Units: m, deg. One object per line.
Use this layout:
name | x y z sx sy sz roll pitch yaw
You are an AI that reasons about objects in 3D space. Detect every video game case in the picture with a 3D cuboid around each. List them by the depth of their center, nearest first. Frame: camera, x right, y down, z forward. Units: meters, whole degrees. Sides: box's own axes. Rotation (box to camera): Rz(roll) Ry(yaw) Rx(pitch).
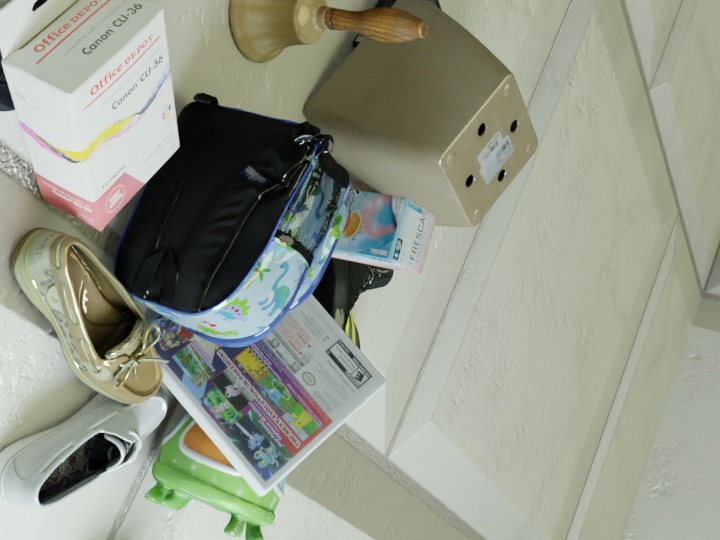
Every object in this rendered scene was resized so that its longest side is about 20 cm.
video game case | -0.098 0.092 1.018 0.182 0.200 0.023 -37 172 -33

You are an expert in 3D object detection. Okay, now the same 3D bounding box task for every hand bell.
hand bell | -0.021 -0.248 1.002 0.104 0.198 0.106 -27 124 -51

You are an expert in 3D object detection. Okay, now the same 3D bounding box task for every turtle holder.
turtle holder | -0.129 0.203 1.060 0.185 0.140 0.133 44 64 -54

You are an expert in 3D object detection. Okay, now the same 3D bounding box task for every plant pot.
plant pot | 0.089 -0.168 1.190 0.200 0.176 0.200 -50 141 -12

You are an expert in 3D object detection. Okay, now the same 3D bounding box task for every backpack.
backpack | -0.115 -0.034 0.951 0.202 0.182 0.147 -62 145 -13

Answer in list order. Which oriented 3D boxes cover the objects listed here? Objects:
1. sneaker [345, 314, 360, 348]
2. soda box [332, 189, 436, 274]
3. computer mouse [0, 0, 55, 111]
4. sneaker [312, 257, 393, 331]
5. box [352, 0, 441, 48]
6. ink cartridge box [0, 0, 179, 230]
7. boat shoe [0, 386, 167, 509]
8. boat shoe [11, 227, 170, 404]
sneaker | -0.043 0.065 1.232 0.085 0.073 0.202 -83 163 -68
soda box | -0.025 -0.048 1.036 0.068 0.198 0.064 22 81 -53
computer mouse | -0.243 -0.214 0.770 0.202 0.034 0.058 -63 159 12
sneaker | -0.002 0.002 1.153 0.103 0.060 0.202 19 53 -29
box | 0.066 -0.267 1.297 0.144 0.036 0.201 -60 144 -23
ink cartridge box | -0.209 -0.143 0.805 0.117 0.067 0.201 -54 163 -31
boat shoe | -0.239 0.158 0.932 0.199 0.068 0.073 -19 118 -55
boat shoe | -0.226 0.048 0.892 0.074 0.062 0.201 -59 136 -31
